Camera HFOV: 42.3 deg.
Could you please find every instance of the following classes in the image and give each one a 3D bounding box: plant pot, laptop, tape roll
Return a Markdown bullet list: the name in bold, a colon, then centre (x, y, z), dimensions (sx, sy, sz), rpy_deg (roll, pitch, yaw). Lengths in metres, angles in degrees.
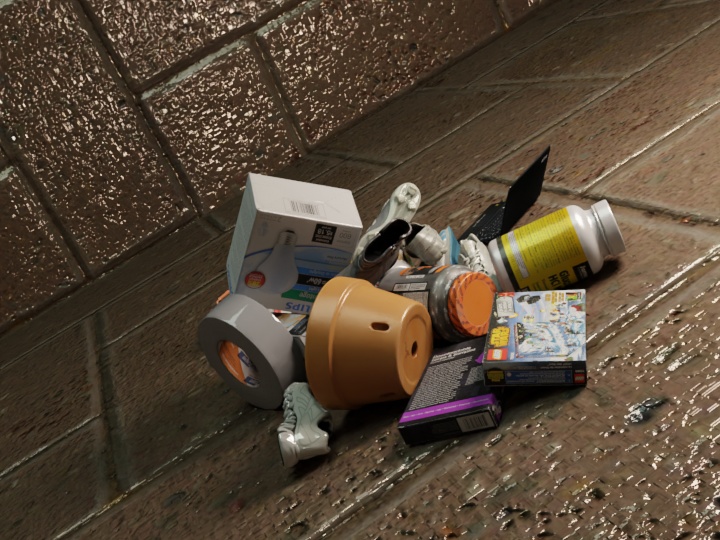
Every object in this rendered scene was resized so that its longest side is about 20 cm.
- **plant pot**: centre (0.023, 0.115, 1.403), dimensions (0.137, 0.204, 0.200), rpy_deg (3, 31, 27)
- **laptop**: centre (0.276, -0.142, 1.837), dimensions (0.198, 0.105, 0.177), rpy_deg (-9, 25, 46)
- **tape roll**: centre (-0.189, 0.141, 1.601), dimensions (0.198, 0.203, 0.066), rpy_deg (-6, 30, 50)

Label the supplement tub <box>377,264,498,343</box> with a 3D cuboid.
- **supplement tub**: centre (0.122, 0.055, 1.496), dimensions (0.122, 0.124, 0.198), rpy_deg (-39, 21, -31)

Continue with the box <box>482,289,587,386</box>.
- **box**: centre (0.244, 0.090, 1.284), dimensions (0.134, 0.041, 0.201), rpy_deg (-2, 25, 15)

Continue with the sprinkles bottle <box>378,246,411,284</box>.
- **sprinkles bottle**: centre (0.053, -0.017, 1.716), dimensions (0.067, 0.069, 0.201), rpy_deg (-27, 27, 3)

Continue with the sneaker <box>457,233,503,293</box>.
- **sneaker**: centre (0.196, 0.001, 1.579), dimensions (0.074, 0.093, 0.201), rpy_deg (-26, 18, 6)

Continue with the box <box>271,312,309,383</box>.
- **box**: centre (-0.110, 0.139, 1.636), dimensions (0.060, 0.118, 0.198), rpy_deg (-39, 22, -28)

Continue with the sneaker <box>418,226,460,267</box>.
- **sneaker**: centre (0.151, -0.020, 1.741), dimensions (0.080, 0.077, 0.201), rpy_deg (-28, 14, 18)

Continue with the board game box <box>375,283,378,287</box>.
- **board game box**: centre (-0.032, 0.061, 1.737), dimensions (0.150, 0.047, 0.199), rpy_deg (-35, 40, -19)

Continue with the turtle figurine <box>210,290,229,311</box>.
- **turtle figurine**: centre (-0.225, 0.114, 1.800), dimensions (0.063, 0.164, 0.200), rpy_deg (-27, 17, 0)

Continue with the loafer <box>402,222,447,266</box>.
- **loafer**: centre (0.107, -0.060, 1.705), dimensions (0.070, 0.070, 0.200), rpy_deg (-47, 13, -2)

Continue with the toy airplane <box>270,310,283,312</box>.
- **toy airplane**: centre (-0.188, 0.035, 1.998), dimensions (0.199, 0.143, 0.198), rpy_deg (-37, 20, -27)

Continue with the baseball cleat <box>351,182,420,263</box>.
- **baseball cleat**: centre (0.044, -0.062, 1.668), dimensions (0.201, 0.069, 0.106), rpy_deg (-54, 1, -19)

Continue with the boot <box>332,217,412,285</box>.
- **boot**: centre (0.000, 0.000, 1.519), dimensions (0.201, 0.069, 0.132), rpy_deg (-52, -5, -17)

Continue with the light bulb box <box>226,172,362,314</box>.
- **light bulb box**: centre (-0.122, -0.041, 1.642), dimensions (0.194, 0.203, 0.126), rpy_deg (8, 33, -18)

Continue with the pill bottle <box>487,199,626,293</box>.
- **pill bottle**: centre (0.309, -0.031, 1.461), dimensions (0.197, 0.114, 0.113), rpy_deg (-24, 18, 14)

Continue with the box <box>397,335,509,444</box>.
- **box**: centre (0.145, 0.161, 1.312), dimensions (0.141, 0.037, 0.201), rpy_deg (-17, 22, 29)

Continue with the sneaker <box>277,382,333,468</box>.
- **sneaker**: centre (-0.079, 0.232, 1.424), dimensions (0.079, 0.077, 0.201), rpy_deg (-12, 21, 3)

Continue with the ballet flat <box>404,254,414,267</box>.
- **ballet flat**: centre (0.022, 0.019, 1.838), dimensions (0.196, 0.064, 0.068), rpy_deg (-19, -8, 22)
